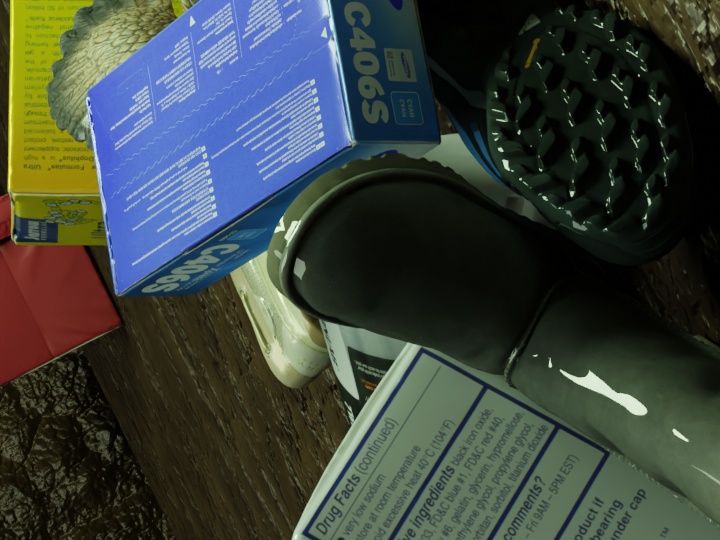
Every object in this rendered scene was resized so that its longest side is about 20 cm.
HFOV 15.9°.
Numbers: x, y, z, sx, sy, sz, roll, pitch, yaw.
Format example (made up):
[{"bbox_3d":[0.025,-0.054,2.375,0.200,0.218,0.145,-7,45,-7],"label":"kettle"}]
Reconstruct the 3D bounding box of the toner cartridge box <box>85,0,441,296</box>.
[{"bbox_3d":[-0.045,-0.062,1.047,0.200,0.043,0.096,-29,69,54],"label":"toner cartridge box"}]

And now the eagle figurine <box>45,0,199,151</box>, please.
[{"bbox_3d":[-0.068,-0.106,1.203,0.200,0.152,0.151,39,173,15],"label":"eagle figurine"}]

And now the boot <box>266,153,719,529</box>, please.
[{"bbox_3d":[0.084,0.040,0.891,0.200,0.181,0.073,46,117,43],"label":"boot"}]

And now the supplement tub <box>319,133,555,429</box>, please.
[{"bbox_3d":[0.052,0.050,1.153,0.123,0.122,0.201,50,160,49],"label":"supplement tub"}]

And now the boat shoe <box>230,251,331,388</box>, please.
[{"bbox_3d":[-0.060,-0.026,1.518,0.065,0.072,0.201,-47,57,39],"label":"boat shoe"}]

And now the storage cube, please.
[{"bbox_3d":[-0.376,0.015,2.758,0.181,0.170,0.200,64,167,-4],"label":"storage cube"}]

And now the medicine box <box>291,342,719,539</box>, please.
[{"bbox_3d":[0.079,0.144,1.011,0.199,0.103,0.182,29,157,12],"label":"medicine box"}]

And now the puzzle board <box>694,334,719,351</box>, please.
[{"bbox_3d":[0.187,0.134,1.004,0.151,0.017,0.201,37,151,65],"label":"puzzle board"}]

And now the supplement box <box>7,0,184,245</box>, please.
[{"bbox_3d":[-0.154,-0.125,1.527,0.109,0.109,0.202,114,155,-74],"label":"supplement box"}]

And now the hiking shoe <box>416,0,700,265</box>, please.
[{"bbox_3d":[0.082,-0.055,0.981,0.087,0.074,0.200,54,-178,-38],"label":"hiking shoe"}]
